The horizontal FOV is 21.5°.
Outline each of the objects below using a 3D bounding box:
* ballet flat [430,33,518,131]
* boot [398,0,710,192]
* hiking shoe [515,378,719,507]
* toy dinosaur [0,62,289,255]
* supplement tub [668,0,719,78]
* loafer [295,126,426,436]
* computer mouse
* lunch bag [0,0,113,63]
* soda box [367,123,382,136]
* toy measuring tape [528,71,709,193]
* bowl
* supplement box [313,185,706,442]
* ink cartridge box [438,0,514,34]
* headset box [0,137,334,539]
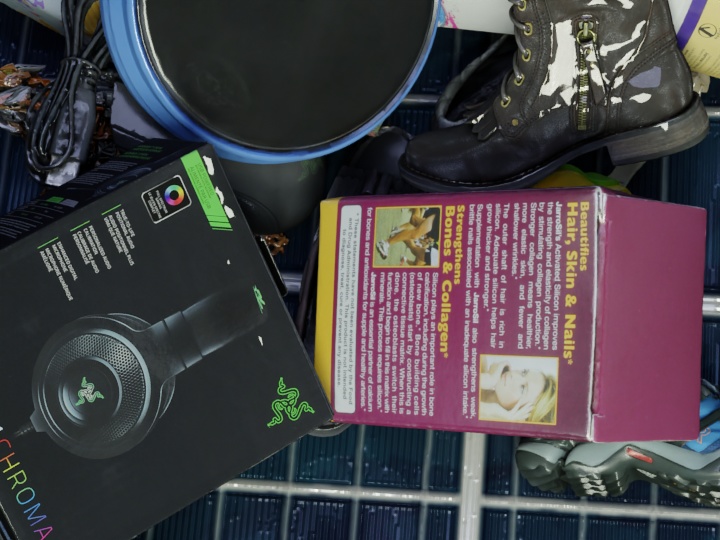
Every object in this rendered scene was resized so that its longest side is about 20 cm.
[{"bbox_3d":[0.119,-0.140,1.179,0.066,0.057,0.200,38,78,15],"label":"ballet flat"},{"bbox_3d":[0.097,-0.140,1.068,0.200,0.174,0.069,-12,26,15],"label":"boot"},{"bbox_3d":[0.190,0.087,1.086,0.200,0.074,0.087,5,72,7],"label":"hiking shoe"},{"bbox_3d":[-0.144,-0.059,1.157,0.200,0.102,0.136,13,59,12],"label":"toy dinosaur"},{"bbox_3d":[0.269,-0.174,1.122,0.200,0.145,0.145,14,72,-3],"label":"supplement tub"},{"bbox_3d":[0.000,0.000,1.137,0.072,0.063,0.200,14,73,9],"label":"loafer"},{"bbox_3d":[-0.092,-0.084,1.113,0.200,0.053,0.139,24,67,-32],"label":"computer mouse"},{"bbox_3d":[-0.151,-0.244,1.204,0.170,0.127,0.200,28,86,14],"label":"lunch bag"},{"bbox_3d":[-0.061,-0.158,1.128,0.068,0.200,0.064,21,79,56],"label":"soda box"},{"bbox_3d":[0.131,-0.062,1.140,0.074,0.074,0.200,37,81,15],"label":"toy measuring tape"},{"bbox_3d":[-0.045,-0.157,1.061,0.201,0.039,0.201,-6,106,-22],"label":"bowl"},{"bbox_3d":[0.078,0.024,1.039,0.200,0.103,0.131,1,87,43],"label":"supplement box"},{"bbox_3d":[0.064,-0.230,1.173,0.200,0.084,0.145,9,62,19],"label":"ink cartridge box"},{"bbox_3d":[-0.133,0.042,1.022,0.200,0.093,0.174,-29,107,-21],"label":"headset box"}]
